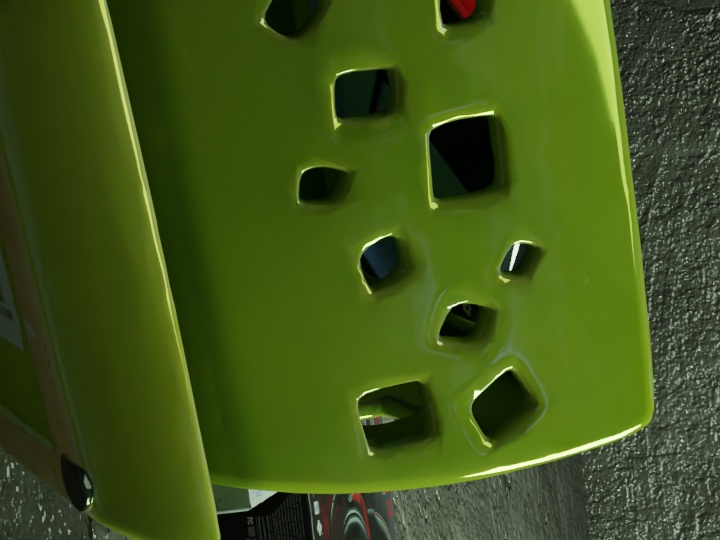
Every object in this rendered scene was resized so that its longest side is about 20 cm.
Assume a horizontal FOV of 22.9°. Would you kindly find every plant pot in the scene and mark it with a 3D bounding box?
[{"bbox_3d":[-0.045,-0.034,0.552,0.200,0.180,0.201,20,-55,57],"label":"plant pot"}]

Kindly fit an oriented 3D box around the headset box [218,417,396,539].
[{"bbox_3d":[-0.031,0.140,0.870,0.200,0.074,0.150,10,73,-78],"label":"headset box"}]

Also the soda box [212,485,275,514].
[{"bbox_3d":[-0.080,0.000,0.740,0.063,0.068,0.202,-10,92,-78],"label":"soda box"}]

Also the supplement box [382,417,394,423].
[{"bbox_3d":[0.000,0.000,0.982,0.074,0.125,0.202,-44,127,-77],"label":"supplement box"}]

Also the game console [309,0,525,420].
[{"bbox_3d":[0.006,-0.046,0.677,0.201,0.031,0.178,102,-34,-49],"label":"game console"}]
